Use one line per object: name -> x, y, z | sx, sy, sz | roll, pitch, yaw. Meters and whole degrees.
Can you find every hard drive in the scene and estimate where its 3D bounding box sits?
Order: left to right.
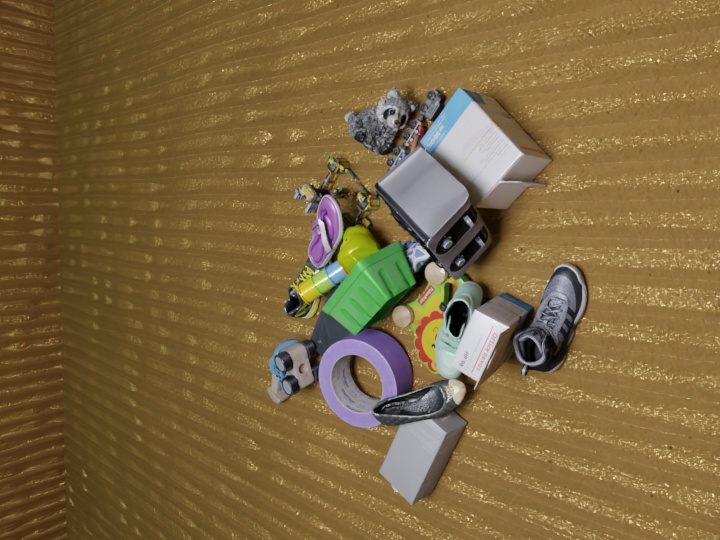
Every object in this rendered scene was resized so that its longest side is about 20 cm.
hard drive -> -0.042, 0.131, 1.329 | 0.135, 0.042, 0.201 | 41, 118, 33

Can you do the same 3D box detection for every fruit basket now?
fruit basket -> 0.000, 0.000, 1.157 | 0.214, 0.155, 0.218 | 24, 127, 37

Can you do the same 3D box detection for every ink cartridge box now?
ink cartridge box -> 0.232, -0.207, 1.000 | 0.125, 0.128, 0.201 | -50, 62, 33
ink cartridge box -> 0.228, 0.119, 0.975 | 0.067, 0.199, 0.117 | 28, 112, 24

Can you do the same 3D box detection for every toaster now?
toaster -> 0.129, -0.103, 0.995 | 0.119, 0.181, 0.200 | -42, 56, 4

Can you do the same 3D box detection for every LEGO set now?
LEGO set -> -0.064, -0.167, 1.275 | 0.154, 0.115, 0.201 | -46, 64, 34

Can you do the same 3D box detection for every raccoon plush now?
raccoon plush -> 0.031, -0.344, 1.188 | 0.134, 0.096, 0.200 | -54, 49, 20

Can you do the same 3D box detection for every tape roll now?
tape roll -> 0.011, 0.238, 1.234 | 0.198, 0.085, 0.202 | 8, 105, 30

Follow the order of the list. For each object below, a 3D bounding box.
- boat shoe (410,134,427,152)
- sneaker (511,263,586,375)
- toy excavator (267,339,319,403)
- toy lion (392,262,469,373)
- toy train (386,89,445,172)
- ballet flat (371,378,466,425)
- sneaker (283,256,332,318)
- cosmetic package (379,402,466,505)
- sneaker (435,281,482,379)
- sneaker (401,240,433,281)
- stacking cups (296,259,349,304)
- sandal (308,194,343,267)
boat shoe -> 0.135, -0.173, 1.134 | 0.070, 0.070, 0.202 | 10, 110, 26
sneaker -> 0.323, 0.089, 0.950 | 0.075, 0.113, 0.202 | 22, 107, 38
toy excavator -> -0.190, 0.265, 1.429 | 0.199, 0.099, 0.197 | 7, 115, 51
toy lion -> 0.173, 0.107, 1.128 | 0.192, 0.068, 0.201 | 47, 121, 21
toy train -> 0.116, -0.284, 1.165 | 0.046, 0.034, 0.201 | 43, 120, 18
ballet flat -> 0.115, 0.264, 1.090 | 0.199, 0.057, 0.067 | -25, 62, 20
sneaker -> -0.130, 0.037, 1.373 | 0.074, 0.084, 0.202 | 32, 114, 35
cosmetic package -> 0.129, 0.375, 1.166 | 0.107, 0.090, 0.202 | 38, 120, 34
sneaker -> 0.170, 0.126, 1.035 | 0.073, 0.118, 0.203 | 17, 109, 20
sneaker -> 0.115, -0.034, 1.145 | 0.200, 0.075, 0.077 | -44, 69, 39
stacking cups -> -0.055, -0.001, 1.282 | 0.199, 0.060, 0.061 | -36, 68, 12
sandal -> -0.085, -0.074, 1.219 | 0.082, 0.050, 0.204 | 43, 141, 24
